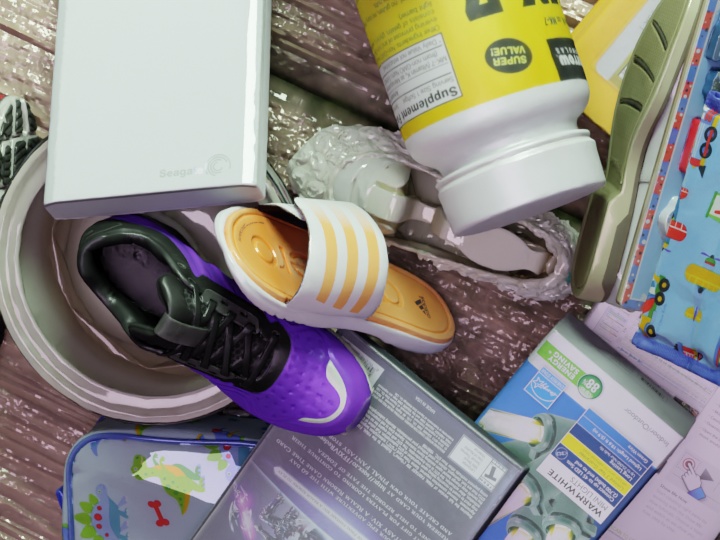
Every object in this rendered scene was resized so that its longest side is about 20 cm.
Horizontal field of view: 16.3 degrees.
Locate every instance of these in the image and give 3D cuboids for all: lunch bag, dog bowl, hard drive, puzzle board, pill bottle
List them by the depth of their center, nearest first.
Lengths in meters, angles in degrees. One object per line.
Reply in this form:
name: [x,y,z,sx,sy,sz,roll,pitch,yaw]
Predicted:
lunch bag: [0.273,-0.004,1.424,0.094,0.200,0.151,28,104,52]
puzzle board: [0.239,-0.062,1.440,0.150,0.017,0.200,9,104,-25]
pill bottle: [0.066,-0.128,1.467,0.114,0.114,0.200,-21,85,15]
hard drive: [-0.120,-0.131,1.513,0.132,0.026,0.200,-5,65,13]
dog bowl: [-0.125,-0.008,1.570,0.200,0.074,0.201,3,102,12]
lunch bag: [-0.111,0.188,1.602,0.160,0.082,0.201,2,101,10]

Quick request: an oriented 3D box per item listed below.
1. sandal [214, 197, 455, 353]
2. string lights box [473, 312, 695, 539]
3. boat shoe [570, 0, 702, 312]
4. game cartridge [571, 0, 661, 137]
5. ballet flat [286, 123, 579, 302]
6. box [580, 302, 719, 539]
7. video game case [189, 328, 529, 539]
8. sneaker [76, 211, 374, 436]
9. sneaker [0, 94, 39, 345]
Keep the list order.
sandal: [-0.002,-0.006,1.488,0.059,0.206,0.079,-41,55,27]
string lights box: [0.099,0.136,1.523,0.103,0.059,0.200,39,106,6]
boat shoe: [0.183,-0.071,1.469,0.068,0.075,0.200,14,108,-9]
game cartridge: [0.235,-0.136,1.491,0.176,0.032,0.200,40,108,2]
ballet flat: [0.046,-0.036,1.534,0.200,0.072,0.072,21,105,8]
box: [0.191,0.078,1.542,0.144,0.036,0.200,34,107,4]
video game case: [-0.011,0.153,1.512,0.143,0.019,0.200,38,102,15]
sneaker: [-0.088,0.037,1.473,0.200,0.100,0.070,34,101,10]
sneaker: [-0.263,-0.021,1.598,0.085,0.077,0.200,21,103,14]
